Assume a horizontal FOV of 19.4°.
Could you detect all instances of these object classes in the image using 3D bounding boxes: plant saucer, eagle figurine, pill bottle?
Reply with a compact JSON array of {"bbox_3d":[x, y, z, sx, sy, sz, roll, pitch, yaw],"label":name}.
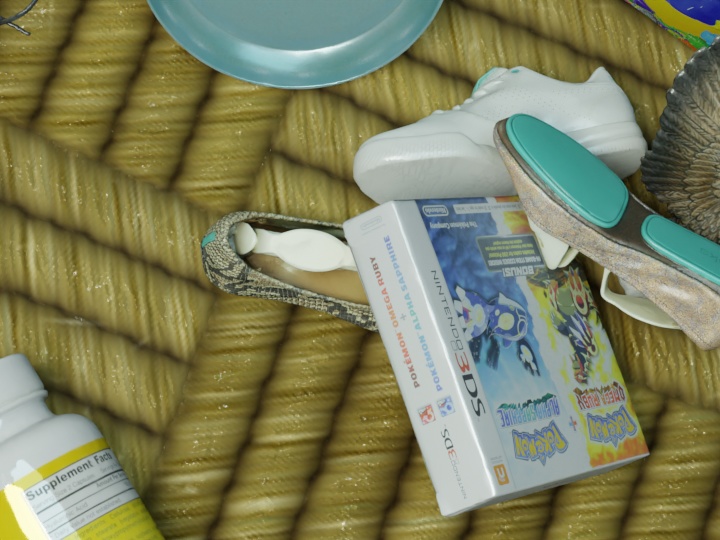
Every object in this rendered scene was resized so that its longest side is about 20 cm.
[{"bbox_3d":[-0.041,-0.204,1.319,0.199,0.201,0.027,13,36,-9],"label":"plant saucer"},{"bbox_3d":[0.249,-0.061,1.323,0.151,0.200,0.152,-2,77,-13],"label":"eagle figurine"},{"bbox_3d":[-0.178,0.153,1.219,0.111,0.111,0.200,-30,83,-18],"label":"pill bottle"}]

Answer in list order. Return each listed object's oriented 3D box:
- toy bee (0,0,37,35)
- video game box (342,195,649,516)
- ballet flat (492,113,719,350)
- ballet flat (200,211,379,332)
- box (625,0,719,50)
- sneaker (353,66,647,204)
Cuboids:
[{"bbox_3d":[-0.278,-0.137,1.288,0.199,0.109,0.131,20,79,19],"label":"toy bee"},{"bbox_3d":[0.086,0.045,1.281,0.200,0.047,0.183,-6,76,-56],"label":"video game box"},{"bbox_3d":[0.153,-0.016,1.302,0.200,0.067,0.068,36,37,5],"label":"ballet flat"},{"bbox_3d":[0.000,0.000,1.317,0.199,0.075,0.068,10,77,-10],"label":"ballet flat"},{"bbox_3d":[0.226,-0.260,1.370,0.192,0.200,0.122,35,72,-1],"label":"box"},{"bbox_3d":[0.083,-0.093,1.371,0.199,0.075,0.089,-6,65,-20],"label":"sneaker"}]
